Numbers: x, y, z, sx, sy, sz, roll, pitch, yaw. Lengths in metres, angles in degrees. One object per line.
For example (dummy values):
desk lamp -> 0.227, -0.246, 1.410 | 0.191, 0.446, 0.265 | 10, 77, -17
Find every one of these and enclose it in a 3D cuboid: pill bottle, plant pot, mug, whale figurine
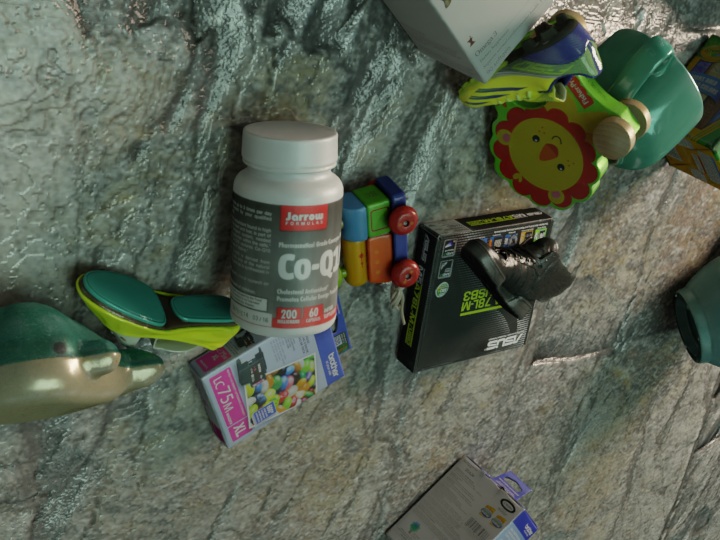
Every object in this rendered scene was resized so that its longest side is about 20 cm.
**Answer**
pill bottle -> -0.075, -0.044, 1.062 | 0.113, 0.114, 0.202 | -10, 113, -34
plant pot -> 0.575, 0.072, 1.637 | 0.133, 0.201, 0.201 | -15, 130, 3
mug -> 0.315, -0.207, 1.259 | 0.114, 0.152, 0.185 | -43, 133, -6
whale figurine -> -0.285, 0.084, 0.993 | 0.158, 0.105, 0.199 | -23, 165, 37

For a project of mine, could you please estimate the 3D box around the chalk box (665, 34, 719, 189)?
chalk box -> 0.512, -0.229, 1.424 | 0.200, 0.124, 0.124 | -50, 136, -2

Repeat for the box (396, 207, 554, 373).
box -> 0.148, 0.023, 1.343 | 0.199, 0.047, 0.195 | -9, 119, -34

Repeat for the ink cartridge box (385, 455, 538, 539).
ink cartridge box -> 0.157, 0.365, 1.499 | 0.200, 0.136, 0.076 | -44, 137, -8

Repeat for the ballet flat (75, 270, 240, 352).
ballet flat -> -0.210, 0.052, 1.063 | 0.199, 0.067, 0.067 | 13, 127, -44

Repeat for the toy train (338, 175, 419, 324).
toy train -> 0.000, 0.000, 1.190 | 0.115, 0.085, 0.201 | -16, 126, -18

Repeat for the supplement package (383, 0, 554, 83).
supplement package -> 0.084, -0.305, 1.035 | 0.117, 0.117, 0.200 | -49, 135, -2

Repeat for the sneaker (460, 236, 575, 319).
sneaker -> 0.201, -0.010, 1.295 | 0.104, 0.060, 0.200 | -47, 139, -4

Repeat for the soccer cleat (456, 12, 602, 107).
soccer cleat -> 0.178, -0.205, 1.125 | 0.084, 0.200, 0.065 | 50, 60, -13

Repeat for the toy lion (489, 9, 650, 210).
toy lion -> 0.220, -0.172, 1.211 | 0.201, 0.191, 0.069 | 53, 47, -8

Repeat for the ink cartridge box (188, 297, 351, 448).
ink cartridge box -> -0.092, 0.107, 1.207 | 0.199, 0.042, 0.120 | -32, 133, -22
